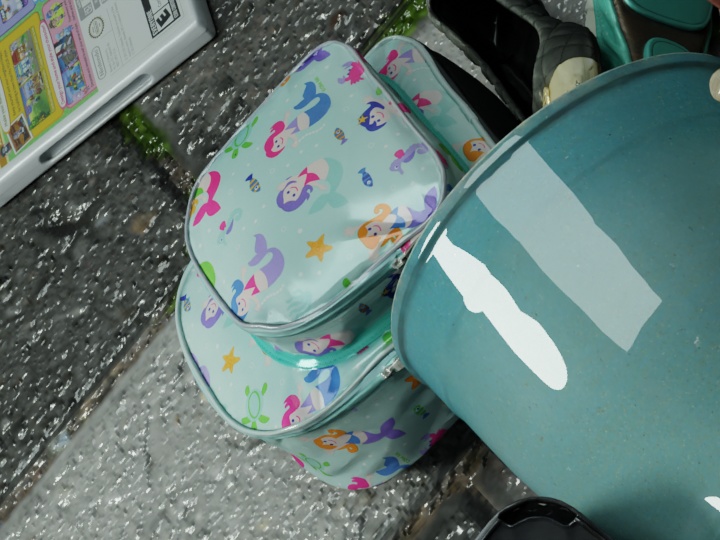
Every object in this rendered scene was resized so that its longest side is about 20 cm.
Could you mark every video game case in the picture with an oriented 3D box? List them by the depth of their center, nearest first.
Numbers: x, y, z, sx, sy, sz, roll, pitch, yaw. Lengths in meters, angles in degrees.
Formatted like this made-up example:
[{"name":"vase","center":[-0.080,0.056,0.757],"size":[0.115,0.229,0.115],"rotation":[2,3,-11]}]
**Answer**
[{"name":"video game case","center":[-0.180,-0.161,1.808],"size":[0.182,0.022,0.200],"rotation":[-36,47,20]}]

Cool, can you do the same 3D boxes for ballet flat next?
[{"name":"ballet flat","center":[0.137,-0.105,1.464],"size":[0.070,0.067,0.201],"rotation":[-41,39,43]},{"name":"ballet flat","center":[0.079,-0.100,1.474],"size":[0.200,0.057,0.067],"rotation":[-124,40,-67]}]

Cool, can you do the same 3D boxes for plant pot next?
[{"name":"plant pot","center":[0.147,0.042,1.284],"size":[0.200,0.200,0.188],"rotation":[-45,59,11]}]

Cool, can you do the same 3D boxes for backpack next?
[{"name":"backpack","center":[0.000,0.000,1.467],"size":[0.200,0.150,0.178],"rotation":[-49,44,14]}]

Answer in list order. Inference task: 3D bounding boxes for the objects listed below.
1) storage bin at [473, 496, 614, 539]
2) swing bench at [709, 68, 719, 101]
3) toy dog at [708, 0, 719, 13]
[{"name":"storage bin","center":[0.107,0.202,1.206],"size":[0.200,0.094,0.135],"rotation":[39,85,13]},{"name":"swing bench","center":[0.287,-0.113,1.207],"size":[0.130,0.200,0.199],"rotation":[52,132,23]},{"name":"toy dog","center":[0.236,-0.146,1.373],"size":[0.200,0.096,0.132],"rotation":[-50,44,7]}]
